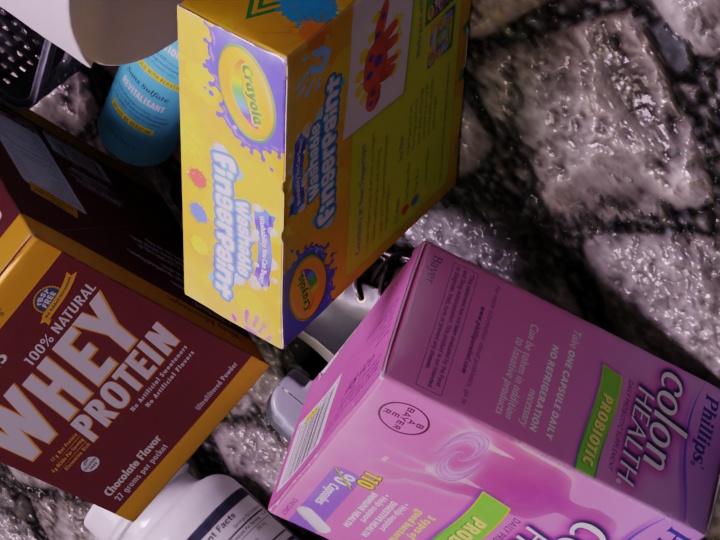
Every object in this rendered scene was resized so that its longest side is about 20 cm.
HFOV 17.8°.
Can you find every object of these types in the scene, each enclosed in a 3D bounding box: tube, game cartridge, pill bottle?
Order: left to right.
[{"bbox_3d":[-0.103,-0.140,1.348,0.077,0.050,0.200,35,138,3],"label":"tube"},{"bbox_3d":[-0.096,0.215,1.614,0.200,0.111,0.111,42,144,8],"label":"pill bottle"},{"bbox_3d":[0.023,0.138,1.433,0.200,0.041,0.133,39,176,1],"label":"game cartridge"}]

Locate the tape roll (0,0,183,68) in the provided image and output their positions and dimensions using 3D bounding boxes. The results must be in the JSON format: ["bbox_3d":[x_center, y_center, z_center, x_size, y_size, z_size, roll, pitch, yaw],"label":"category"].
[{"bbox_3d":[-0.133,-0.224,1.162,0.139,0.203,0.203,34,142,17],"label":"tape roll"}]

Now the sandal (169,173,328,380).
[{"bbox_3d":[-0.049,0.017,1.437,0.200,0.043,0.076,51,144,-5],"label":"sandal"}]

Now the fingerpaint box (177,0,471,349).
[{"bbox_3d":[-0.018,-0.089,1.201,0.073,0.167,0.201,28,141,23],"label":"fingerpaint box"}]

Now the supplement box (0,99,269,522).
[{"bbox_3d":[-0.196,0.011,1.371,0.197,0.133,0.200,31,-164,-42],"label":"supplement box"}]

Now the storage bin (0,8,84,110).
[{"bbox_3d":[-0.227,-0.212,1.361,0.200,0.094,0.135,40,143,9],"label":"storage bin"}]

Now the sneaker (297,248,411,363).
[{"bbox_3d":[0.000,0.000,1.357,0.200,0.075,0.106,42,141,-9],"label":"sneaker"}]

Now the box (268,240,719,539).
[{"bbox_3d":[0.076,0.103,1.288,0.199,0.097,0.176,26,143,-10],"label":"box"}]
